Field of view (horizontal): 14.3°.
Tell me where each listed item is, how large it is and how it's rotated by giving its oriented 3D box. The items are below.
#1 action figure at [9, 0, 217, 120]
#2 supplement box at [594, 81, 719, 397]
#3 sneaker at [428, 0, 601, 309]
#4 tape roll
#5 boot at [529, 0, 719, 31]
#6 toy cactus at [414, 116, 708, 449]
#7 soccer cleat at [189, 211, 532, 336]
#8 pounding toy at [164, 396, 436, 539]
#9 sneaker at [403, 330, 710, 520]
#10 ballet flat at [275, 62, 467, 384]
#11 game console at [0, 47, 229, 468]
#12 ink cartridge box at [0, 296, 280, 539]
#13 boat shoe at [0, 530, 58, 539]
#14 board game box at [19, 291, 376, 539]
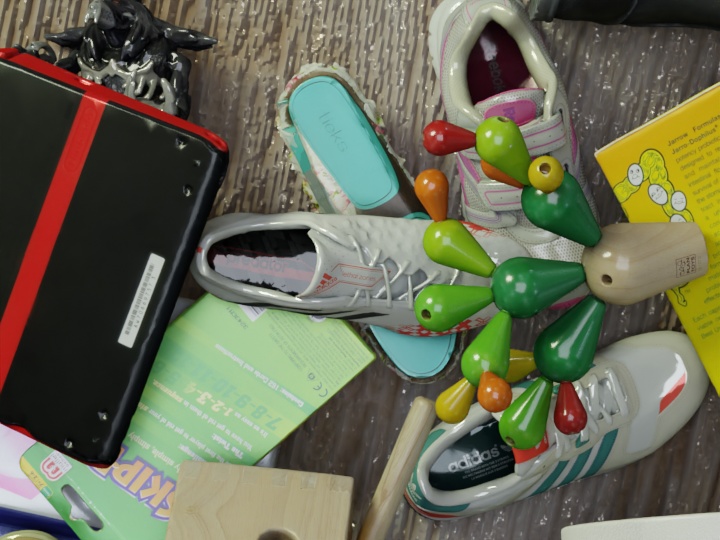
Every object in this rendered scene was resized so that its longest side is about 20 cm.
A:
[{"bbox_3d":[-0.152,-0.093,1.676,0.118,0.102,0.201,4,75,18],"label":"action figure"},{"bbox_3d":[0.241,-0.011,1.649,0.109,0.109,0.200,-29,86,32],"label":"supplement box"},{"bbox_3d":[0.088,-0.073,1.685,0.081,0.088,0.201,-20,88,1],"label":"sneaker"},{"bbox_3d":[0.213,0.156,1.618,0.202,0.203,0.037,-4,83,2],"label":"tape roll"},{"bbox_3d":[0.200,-0.160,1.649,0.199,0.165,0.066,11,99,2],"label":"boot"},{"bbox_3d":[0.111,0.003,1.578,0.164,0.102,0.201,-12,104,-10],"label":"toy cactus"},{"bbox_3d":[0.000,0.000,1.625,0.199,0.085,0.069,6,91,2],"label":"soccer cleat"},{"bbox_3d":[-0.039,0.196,1.613,0.142,0.200,0.185,6,133,2],"label":"pounding toy"},{"bbox_3d":[0.115,0.094,1.676,0.199,0.093,0.071,-22,87,1],"label":"sneaker"},{"bbox_3d":[0.012,-0.030,1.699,0.075,0.064,0.201,-21,90,3],"label":"ballet flat"},{"bbox_3d":[-0.181,-0.010,1.620,0.176,0.031,0.201,23,97,15],"label":"game console"},{"bbox_3d":[-0.148,0.109,1.712,0.196,0.043,0.201,11,87,2],"label":"ink cartridge box"},{"bbox_3d":[-0.181,0.253,1.686,0.073,0.063,0.201,-8,95,5],"label":"boat shoe"},{"bbox_3d":[-0.096,0.081,1.677,0.200,0.030,0.096,-41,88,-4],"label":"board game box"}]
